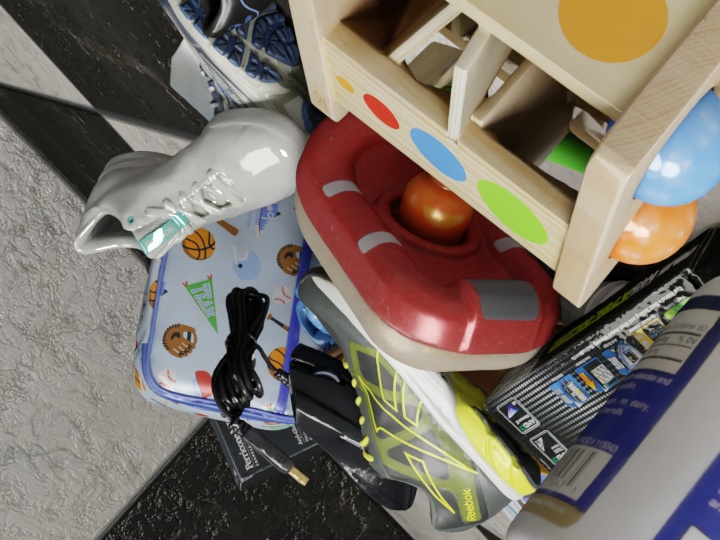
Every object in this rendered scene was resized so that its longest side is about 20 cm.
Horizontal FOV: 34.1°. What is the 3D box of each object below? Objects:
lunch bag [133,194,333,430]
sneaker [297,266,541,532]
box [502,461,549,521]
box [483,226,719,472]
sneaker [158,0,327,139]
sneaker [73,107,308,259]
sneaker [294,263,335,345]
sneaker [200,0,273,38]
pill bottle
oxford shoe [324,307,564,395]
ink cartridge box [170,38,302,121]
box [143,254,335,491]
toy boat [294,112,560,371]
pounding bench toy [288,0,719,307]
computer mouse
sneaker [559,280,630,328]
[{"bbox_3d":[-0.086,0.017,0.911,0.158,0.203,0.076,13,164,-13],"label":"lunch bag"},{"bbox_3d":[0.022,0.085,0.740,0.200,0.085,0.074,47,-167,4],"label":"sneaker"},{"bbox_3d":[0.150,0.173,0.915,0.119,0.042,0.199,52,158,-21],"label":"box"},{"bbox_3d":[0.194,0.095,0.656,0.193,0.048,0.200,46,142,-1],"label":"box"},{"bbox_3d":[-0.078,-0.124,0.807,0.200,0.077,0.085,48,133,-12],"label":"sneaker"},{"bbox_3d":[-0.118,-0.047,0.803,0.198,0.089,0.076,-14,124,38],"label":"sneaker"},{"bbox_3d":[0.000,0.000,0.873,0.076,0.104,0.200,59,-170,1],"label":"sneaker"},{"bbox_3d":[-0.120,-0.226,0.669,0.200,0.078,0.070,47,167,-17],"label":"sneaker"},{"bbox_3d":[0.164,0.072,0.480,0.119,0.200,0.120,40,168,10],"label":"pill bottle"},{"bbox_3d":[0.061,0.074,0.842,0.197,0.072,0.071,-9,151,14],"label":"oxford shoe"},{"bbox_3d":[-0.077,-0.133,0.919,0.160,0.047,0.200,43,169,-2],"label":"ink cartridge box"},{"bbox_3d":[-0.079,0.060,0.982,0.202,0.140,0.079,65,165,12],"label":"box"},{"bbox_3d":[0.045,-0.043,0.699,0.129,0.132,0.201,1,-143,-34],"label":"toy boat"},{"bbox_3d":[0.075,-0.074,0.450,0.156,0.124,0.200,39,167,15],"label":"pounding bench toy"},{"bbox_3d":[-0.017,0.100,0.774,0.200,0.046,0.141,47,-159,-19],"label":"computer mouse"},{"bbox_3d":[0.193,0.082,0.761,0.201,0.074,0.082,61,168,-22],"label":"sneaker"}]
